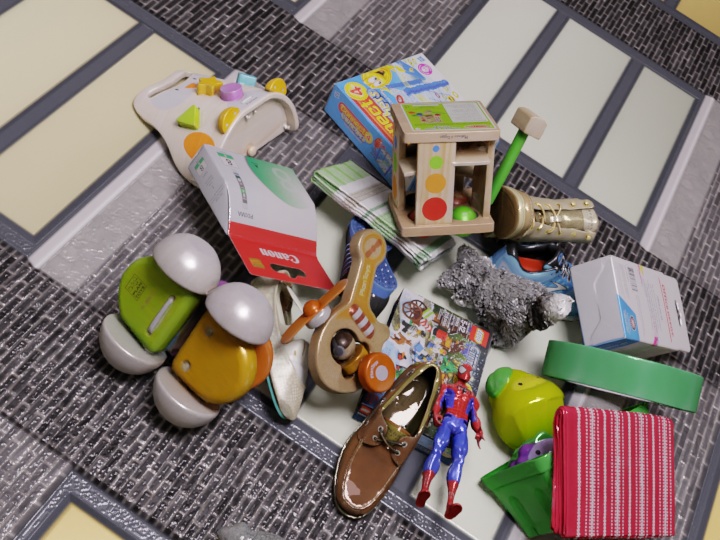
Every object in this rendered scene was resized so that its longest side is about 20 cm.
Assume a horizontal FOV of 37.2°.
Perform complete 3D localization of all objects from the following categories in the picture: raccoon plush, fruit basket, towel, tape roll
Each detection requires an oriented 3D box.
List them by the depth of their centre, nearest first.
[{"bbox_3d":[0.294,0.235,1.238,0.198,0.022,0.147,10,77,-35],"label":"towel"},{"bbox_3d":[0.238,0.199,1.312,0.213,0.155,0.219,12,65,-26],"label":"fruit basket"},{"bbox_3d":[0.333,0.135,1.367,0.198,0.200,0.049,15,86,-13],"label":"tape roll"},{"bbox_3d":[0.190,0.014,1.404,0.134,0.200,0.097,41,60,-6],"label":"raccoon plush"},{"bbox_3d":[0.033,-0.079,1.482,0.199,0.031,0.149,38,20,10],"label":"towel"}]

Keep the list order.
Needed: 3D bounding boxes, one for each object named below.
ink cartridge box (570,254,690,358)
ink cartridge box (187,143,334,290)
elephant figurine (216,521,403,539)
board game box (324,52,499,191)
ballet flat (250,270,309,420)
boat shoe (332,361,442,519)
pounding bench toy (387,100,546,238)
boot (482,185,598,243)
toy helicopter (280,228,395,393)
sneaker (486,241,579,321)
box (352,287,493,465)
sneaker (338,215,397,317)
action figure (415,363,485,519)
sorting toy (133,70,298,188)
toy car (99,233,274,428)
[{"bbox_3d":[0.377,0.057,1.483,0.199,0.067,0.117,14,64,-47],"label":"ink cartridge box"},{"bbox_3d":[-0.114,-0.068,1.366,0.160,0.050,0.201,12,34,-47],"label":"ink cartridge box"},{"bbox_3d":[-0.044,0.343,1.087,0.197,0.155,0.144,1,96,-11],"label":"elephant figurine"},{"bbox_3d":[0.080,-0.223,1.628,0.195,0.056,0.200,-27,68,-38],"label":"board game box"},{"bbox_3d":[-0.090,0.082,1.289,0.062,0.068,0.202,-23,57,9],"label":"ballet flat"},{"bbox_3d":[0.030,0.188,1.231,0.071,0.068,0.201,29,68,-2],"label":"boat shoe"},{"bbox_3d":[0.142,-0.130,1.415,0.197,0.158,0.125,-3,26,-7],"label":"pounding bench toy"},{"bbox_3d":[0.259,-0.073,1.489,0.153,0.200,0.074,3,86,-4],"label":"boot"},{"bbox_3d":[-0.017,0.044,1.263,0.131,0.079,0.203,23,73,-31],"label":"toy helicopter"},{"bbox_3d":[0.272,0.009,1.505,0.197,0.090,0.079,12,49,-19],"label":"sneaker"},{"bbox_3d":[0.083,0.130,1.356,0.135,0.038,0.201,25,47,-3],"label":"box"},{"bbox_3d":[0.000,0.000,1.407,0.070,0.078,0.201,27,23,-16],"label":"sneaker"},{"bbox_3d":[0.110,0.191,1.265,0.065,0.052,0.201,20,46,-4],"label":"action figure"},{"bbox_3d":[-0.213,-0.226,1.487,0.179,0.108,0.200,25,44,23],"label":"sorting toy"},{"bbox_3d":[-0.183,0.063,1.223,0.200,0.176,0.150,41,18,12],"label":"toy car"}]
